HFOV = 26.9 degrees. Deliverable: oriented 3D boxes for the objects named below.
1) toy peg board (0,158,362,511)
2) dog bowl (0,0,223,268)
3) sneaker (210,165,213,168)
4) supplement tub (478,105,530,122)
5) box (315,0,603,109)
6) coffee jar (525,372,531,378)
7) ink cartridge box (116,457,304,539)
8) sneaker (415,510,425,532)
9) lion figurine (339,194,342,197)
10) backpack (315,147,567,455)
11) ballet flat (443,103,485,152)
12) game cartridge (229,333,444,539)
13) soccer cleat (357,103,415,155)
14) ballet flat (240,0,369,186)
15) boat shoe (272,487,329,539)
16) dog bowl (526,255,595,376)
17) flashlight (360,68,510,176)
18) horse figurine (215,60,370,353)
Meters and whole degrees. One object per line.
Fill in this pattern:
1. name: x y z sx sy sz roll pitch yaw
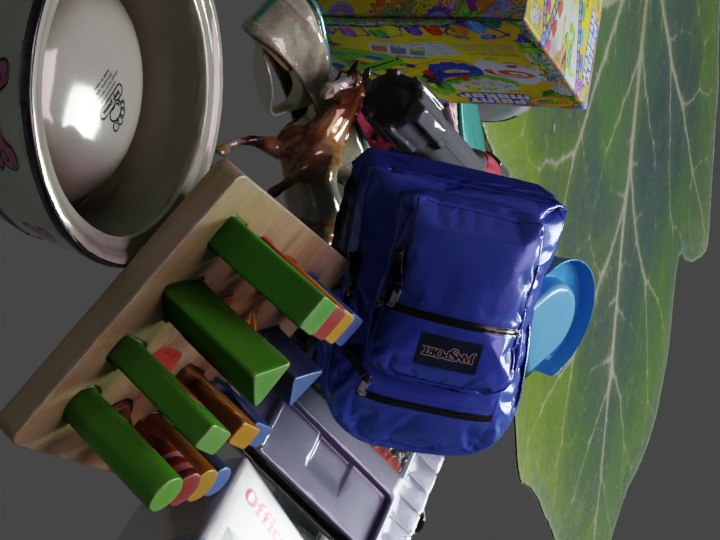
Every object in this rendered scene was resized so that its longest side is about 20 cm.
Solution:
1. toy peg board: -0.080 0.065 0.918 0.200 0.098 0.199 -49 156 1
2. dog bowl: -0.157 -0.105 0.855 0.200 0.073 0.201 6 90 -67
3. sneaker: -0.102 0.006 1.017 0.070 0.078 0.200 -27 149 -28
4. supplement tub: 0.149 -0.237 1.459 0.200 0.122 0.123 -53 142 -50
5. box: 0.070 -0.217 1.187 0.193 0.199 0.123 35 64 -64
6. coffee jar: 0.137 0.011 1.539 0.104 0.085 0.201 -19 112 -64
7. ink cartridge box: -0.109 0.244 0.987 0.146 0.087 0.200 59 36 -25
8. sneaker: -0.006 0.152 1.291 0.080 0.073 0.200 -102 169 -46
9. lion figurine: 0.000 0.000 1.264 0.200 0.072 0.123 1 105 -52
10. backpack: 0.046 0.030 1.069 0.168 0.162 0.201 -92 -164 -78
11. ballet flat: 0.074 -0.176 1.365 0.069 0.071 0.201 -51 146 -45
12. game cartridge: -0.019 0.129 1.166 0.200 0.038 0.130 47 52 -23
13. soccer cleat: 0.027 -0.106 1.292 0.070 0.086 0.200 -50 143 6
14. ballet flat: -0.044 -0.125 1.145 0.062 0.067 0.200 -39 134 -18
15. boat shoe: -0.033 0.241 1.243 0.072 0.070 0.201 -54 140 -31
16. dog bowl: 0.112 0.059 1.237 0.200 0.049 0.112 -37 136 -28
17. flashlight: 0.060 -0.096 1.200 0.200 0.067 0.068 39 38 -55
18. horse figurine: -0.045 -0.044 1.116 0.132 0.050 0.201 -32 129 -40
